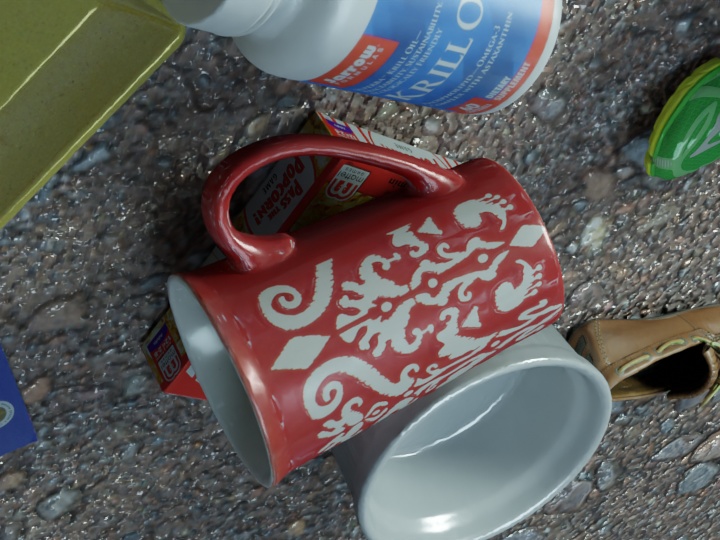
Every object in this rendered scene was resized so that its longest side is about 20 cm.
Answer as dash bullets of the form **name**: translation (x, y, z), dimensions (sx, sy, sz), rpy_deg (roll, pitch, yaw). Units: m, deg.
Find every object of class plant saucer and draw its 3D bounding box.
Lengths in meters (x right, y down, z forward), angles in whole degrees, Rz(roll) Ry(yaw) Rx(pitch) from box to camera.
- **plant saucer**: translation (-0.217, -0.105, 0.822), dimensions (0.200, 0.048, 0.200), rpy_deg (-43, 142, 13)

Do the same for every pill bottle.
- **pill bottle**: translation (-0.001, -0.147, 0.876), dimensions (0.200, 0.112, 0.112), rpy_deg (6, 129, -39)

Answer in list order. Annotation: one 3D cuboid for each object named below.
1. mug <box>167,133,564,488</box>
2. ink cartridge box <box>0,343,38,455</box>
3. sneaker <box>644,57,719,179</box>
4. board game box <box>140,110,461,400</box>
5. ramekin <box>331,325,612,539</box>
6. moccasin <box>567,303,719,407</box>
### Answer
- **mug**: translation (0.006, 0.009, 0.966), dimensions (0.200, 0.134, 0.178), rpy_deg (-24, 143, -16)
- **ink cartridge box**: translation (-0.297, 0.095, 0.993), dimensions (0.200, 0.043, 0.197), rpy_deg (-22, 141, -11)
- **sneaker**: translation (0.283, -0.106, 1.145), dimensions (0.200, 0.084, 0.074), rpy_deg (-21, 141, -14)
- **board game box**: translation (-0.023, 0.005, 1.080), dimensions (0.151, 0.046, 0.200), rpy_deg (14, 123, -43)
- **ramekin**: translation (0.068, 0.102, 1.211), dimensions (0.200, 0.098, 0.201), rpy_deg (-20, 141, -17)
- **moccasin**: translation (0.254, 0.070, 1.322), dimensions (0.201, 0.078, 0.074), rpy_deg (2, 131, -36)
